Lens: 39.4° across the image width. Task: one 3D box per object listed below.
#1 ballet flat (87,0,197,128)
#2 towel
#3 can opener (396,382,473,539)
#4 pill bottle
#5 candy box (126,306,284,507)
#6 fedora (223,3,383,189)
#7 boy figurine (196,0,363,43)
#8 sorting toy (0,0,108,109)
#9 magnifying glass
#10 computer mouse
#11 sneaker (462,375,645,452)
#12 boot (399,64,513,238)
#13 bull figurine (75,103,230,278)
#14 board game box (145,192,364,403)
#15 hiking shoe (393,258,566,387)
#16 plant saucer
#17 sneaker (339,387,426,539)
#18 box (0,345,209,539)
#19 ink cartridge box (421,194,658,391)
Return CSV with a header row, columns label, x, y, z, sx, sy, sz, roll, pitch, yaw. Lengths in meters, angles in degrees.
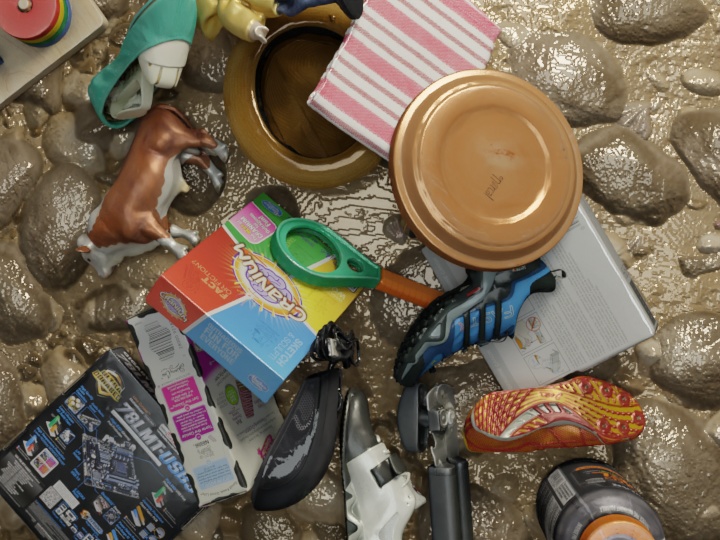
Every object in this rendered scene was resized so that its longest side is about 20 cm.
label,x,y,z,sx,sy,sz,roll,pitch,yaw
ballet flat,-0.215,-0.205,1.025,0.200,0.067,0.071,-33,73,45
towel,0.047,-0.205,1.004,0.146,0.030,0.201,32,73,-19
can opener,0.080,0.220,1.079,0.067,0.053,0.201,-3,92,35
pill bottle,0.236,0.255,0.987,0.106,0.200,0.107,0,91,3
candy box,-0.149,0.122,1.034,0.061,0.136,0.201,-22,89,19
fedora,-0.046,-0.179,1.053,0.199,0.082,0.202,0,85,6
boy figurine,-0.093,-0.265,0.986,0.199,0.065,0.125,-6,51,27
sorting toy,-0.412,-0.291,1.076,0.198,0.070,0.200,-36,89,3
magnifying glass,0.000,0.000,1.051,0.199,0.080,0.022,23,130,-18
computer mouse,-0.044,0.153,0.994,0.052,0.138,0.201,24,87,13
sneaker,0.202,0.156,1.061,0.199,0.077,0.073,2,62,-11
boot,0.084,-0.130,1.062,0.075,0.074,0.201,28,85,17
bull figurine,-0.221,-0.075,1.073,0.121,0.065,0.201,23,93,0
board game box,-0.096,0.021,1.007,0.153,0.200,0.040,40,127,1
hiking shoe,0.115,0.055,1.027,0.087,0.074,0.200,40,103,-7
plant saucer,0.126,-0.100,0.979,0.199,0.032,0.202,2,81,-14
sneaker,0.022,0.222,1.057,0.088,0.074,0.201,-5,81,-2
box,-0.271,0.220,1.089,0.198,0.050,0.200,-43,88,2
ink cartridge box,0.188,0.017,1.066,0.173,0.044,0.201,-31,89,25
